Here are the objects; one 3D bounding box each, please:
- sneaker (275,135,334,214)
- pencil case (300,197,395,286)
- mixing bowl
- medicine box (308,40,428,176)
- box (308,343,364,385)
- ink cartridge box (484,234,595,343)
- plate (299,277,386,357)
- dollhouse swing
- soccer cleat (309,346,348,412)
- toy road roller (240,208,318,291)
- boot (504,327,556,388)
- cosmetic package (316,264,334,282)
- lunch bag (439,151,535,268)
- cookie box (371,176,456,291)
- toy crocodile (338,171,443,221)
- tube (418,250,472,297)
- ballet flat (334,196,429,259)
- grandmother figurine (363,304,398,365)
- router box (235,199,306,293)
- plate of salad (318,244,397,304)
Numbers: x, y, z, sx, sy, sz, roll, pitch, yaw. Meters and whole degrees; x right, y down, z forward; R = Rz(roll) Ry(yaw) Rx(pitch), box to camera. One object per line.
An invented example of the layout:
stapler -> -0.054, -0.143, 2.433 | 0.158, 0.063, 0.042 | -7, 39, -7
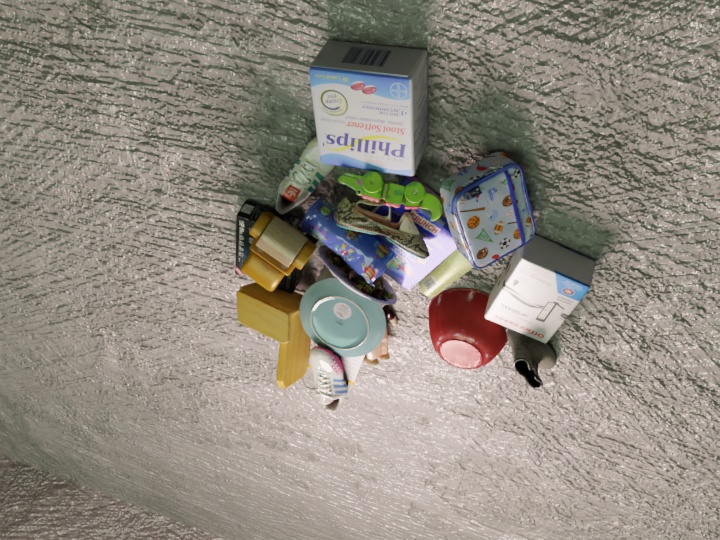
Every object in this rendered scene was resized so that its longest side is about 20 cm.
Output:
sneaker -> -0.111, -0.182, 1.454 | 0.070, 0.094, 0.200 | 34, 138, -11
pencil case -> -0.026, -0.057, 1.451 | 0.200, 0.078, 0.087 | 38, 146, 3
mixing bowl -> 0.232, 0.147, 1.619 | 0.199, 0.109, 0.201 | 14, 138, 13
medicine box -> 0.019, -0.283, 1.279 | 0.181, 0.103, 0.201 | 10, 136, 16
box -> -0.046, 0.181, 1.690 | 0.119, 0.042, 0.200 | 22, 137, 3
ink cartridge box -> 0.355, 0.040, 1.465 | 0.145, 0.084, 0.200 | 23, 138, 2
plate -> -0.043, 0.109, 1.584 | 0.199, 0.026, 0.201 | 8, 120, 15
dollhouse swing -> -0.201, 0.144, 1.676 | 0.181, 0.200, 0.176 | 23, 102, 12
soccer cleat -> -0.075, 0.253, 1.667 | 0.070, 0.087, 0.200 | 8, 145, 24
toy road roller -> -0.174, -0.031, 1.477 | 0.123, 0.200, 0.146 | 35, 94, -4
boot -> 0.368, 0.200, 1.567 | 0.068, 0.131, 0.200 | -26, 134, 26
cosmetic package -> -0.046, 0.087, 1.695 | 0.087, 0.104, 0.200 | 10, 138, 15
lunch bag -> 0.238, -0.112, 1.332 | 0.160, 0.076, 0.200 | -27, 130, -5
cookie box -> 0.098, -0.074, 1.476 | 0.171, 0.075, 0.200 | 37, 138, -8
toy crocodile -> 0.056, -0.141, 1.336 | 0.199, 0.068, 0.062 | 14, 95, -1
tube -> 0.199, -0.014, 1.519 | 0.058, 0.052, 0.200 | -1, 150, -37
ballet flat -> 0.050, -0.089, 1.386 | 0.199, 0.068, 0.076 | 22, 107, 1
grandmother figurine -> 0.034, 0.128, 1.708 | 0.060, 0.121, 0.201 | 27, 130, 37
router box -> -0.204, -0.051, 1.657 | 0.149, 0.062, 0.200 | 18, 138, 6
plate of salad -> 0.000, 0.000, 1.536 | 0.200, 0.200, 0.048 | 33, 107, -9
